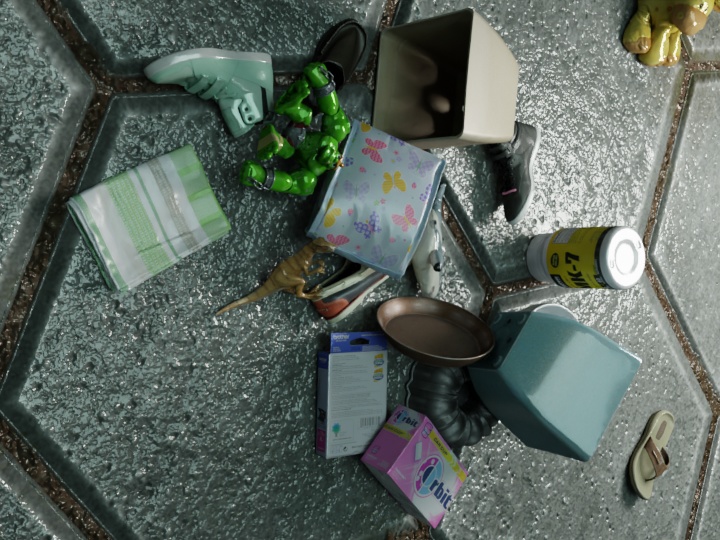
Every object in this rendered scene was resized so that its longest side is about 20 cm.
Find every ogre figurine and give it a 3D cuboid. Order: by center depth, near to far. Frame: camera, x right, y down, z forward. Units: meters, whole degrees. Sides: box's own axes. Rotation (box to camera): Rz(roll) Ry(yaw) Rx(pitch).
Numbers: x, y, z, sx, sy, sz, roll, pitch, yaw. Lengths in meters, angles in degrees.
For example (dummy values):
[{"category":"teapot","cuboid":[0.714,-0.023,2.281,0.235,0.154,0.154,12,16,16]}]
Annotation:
[{"category":"ogre figurine","cuboid":[-0.084,-0.193,1.200,0.120,0.098,0.201,34,67,-41]}]

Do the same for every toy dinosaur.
[{"category":"toy dinosaur","cuboid":[-0.118,0.014,1.246,0.200,0.061,0.106,-38,135,12]}]

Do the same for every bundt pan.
[{"category":"bundt pan","cuboid":[0.179,0.222,1.442,0.201,0.076,0.203,-2,93,-33]}]

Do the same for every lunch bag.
[{"category":"lunch bag","cuboid":[0.018,-0.104,1.277,0.169,0.127,0.201,21,70,-8]}]

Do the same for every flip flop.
[{"category":"flip flop","cuboid":[0.639,0.396,1.758,0.081,0.057,0.201,40,70,-27]}]

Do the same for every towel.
[{"category":"towel","cuboid":[-0.292,-0.076,1.152,0.200,0.031,0.150,-32,109,-29]}]

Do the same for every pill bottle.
[{"category":"pill bottle","cuboid":[0.413,-0.024,1.516,0.114,0.200,0.115,0,91,-33]}]

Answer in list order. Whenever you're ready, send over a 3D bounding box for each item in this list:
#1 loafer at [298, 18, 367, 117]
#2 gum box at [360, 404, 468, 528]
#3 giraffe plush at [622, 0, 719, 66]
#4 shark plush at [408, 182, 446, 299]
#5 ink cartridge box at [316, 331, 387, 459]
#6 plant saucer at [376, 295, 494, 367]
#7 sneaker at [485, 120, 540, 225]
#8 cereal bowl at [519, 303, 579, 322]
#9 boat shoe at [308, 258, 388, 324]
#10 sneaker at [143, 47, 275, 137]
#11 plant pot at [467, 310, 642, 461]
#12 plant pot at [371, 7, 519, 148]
[{"category":"loafer","cuboid":[-0.040,-0.316,1.288,0.073,0.071,0.201,38,71,-28]},{"category":"gum box","cuboid":[0.097,0.334,1.372,0.114,0.066,0.200,-52,131,-21]},{"category":"giraffe plush","cuboid":[0.660,-0.534,1.689,0.172,0.162,0.201,-7,95,-33]},{"category":"shark plush","cuboid":[0.116,-0.056,1.424,0.083,0.090,0.201,30,53,-50]},{"category":"ink cartridge box","cuboid":[-0.013,0.199,1.335,0.119,0.042,0.201,1,94,-35]},{"category":"plant saucer","cuboid":[0.121,0.104,1.345,0.199,0.200,0.035,-5,119,-33]},{"category":"sneaker","cuboid":[0.268,-0.188,1.499,0.099,0.071,0.201,19,75,-30]},{"category":"cereal bowl","cuboid":[0.330,0.160,1.534,0.199,0.083,0.201,-1,92,-32]},{"category":"boat shoe","cuboid":[0.000,0.000,1.326,0.200,0.071,0.063,-43,110,-20]},{"category":"sneaker","cuboid":[-0.207,-0.252,1.174,0.200,0.074,0.119,-10,90,-35]},{"category":"plant pot","cuboid":[0.300,0.170,1.362,0.200,0.196,0.197,37,76,-15]},{"category":"plant pot","cuboid":[0.155,-0.293,1.356,0.176,0.199,0.201,8,86,-44]}]
